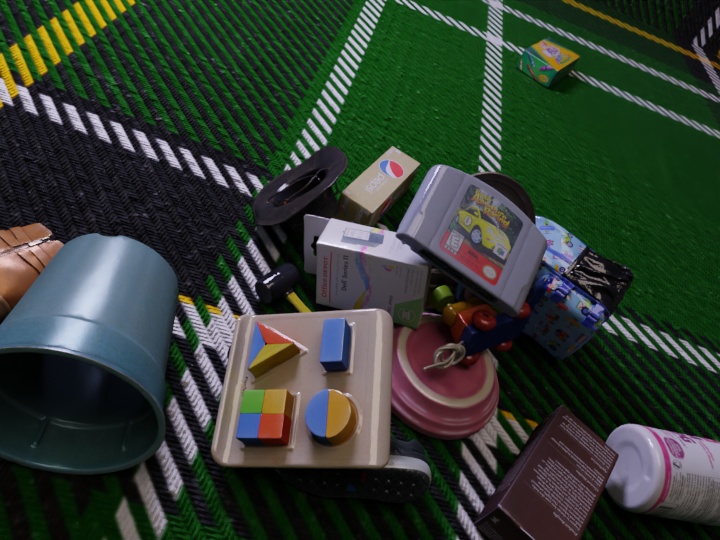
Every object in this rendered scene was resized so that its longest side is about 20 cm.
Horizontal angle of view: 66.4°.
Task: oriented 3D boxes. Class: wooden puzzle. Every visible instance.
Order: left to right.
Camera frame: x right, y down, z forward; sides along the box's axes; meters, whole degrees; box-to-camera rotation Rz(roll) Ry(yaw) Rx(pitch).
[{"bbox_3d":[-0.064,0.126,0.629,0.197,0.046,0.187,-2,58,9],"label":"wooden puzzle"}]

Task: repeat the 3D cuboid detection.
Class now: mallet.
[{"bbox_3d":[-0.074,0.076,0.783,0.065,0.041,0.201,-25,68,-37],"label":"mallet"}]

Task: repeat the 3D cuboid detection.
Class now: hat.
[{"bbox_3d":[-0.084,-0.115,0.900,0.081,0.199,0.202,53,37,-29],"label":"hat"}]

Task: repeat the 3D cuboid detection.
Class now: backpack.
[{"bbox_3d":[0.295,0.020,0.884,0.199,0.183,0.135,39,63,10],"label":"backpack"}]

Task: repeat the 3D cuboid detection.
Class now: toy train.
[{"bbox_3d":[0.135,0.068,0.780,0.198,0.085,0.116,-13,46,-32],"label":"toy train"}]

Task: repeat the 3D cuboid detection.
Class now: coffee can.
[{"bbox_3d":[0.167,-0.077,0.873,0.145,0.148,0.200,15,5,-9],"label":"coffee can"}]

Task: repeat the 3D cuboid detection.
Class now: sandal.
[{"bbox_3d":[0.135,0.035,0.889,0.197,0.081,0.054,9,5,-10],"label":"sandal"}]

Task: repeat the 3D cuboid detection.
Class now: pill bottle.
[{"bbox_3d":[0.452,0.287,0.763,0.197,0.114,0.114,14,47,-12],"label":"pill bottle"}]

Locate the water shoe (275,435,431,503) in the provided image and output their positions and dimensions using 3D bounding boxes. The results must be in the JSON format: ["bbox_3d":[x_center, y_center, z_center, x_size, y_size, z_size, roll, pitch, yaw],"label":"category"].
[{"bbox_3d":[-0.014,0.227,0.666,0.198,0.072,0.079,16,17,-4],"label":"water shoe"}]

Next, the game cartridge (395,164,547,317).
[{"bbox_3d":[0.156,-0.046,0.735,0.199,0.041,0.134,33,67,-11],"label":"game cartridge"}]

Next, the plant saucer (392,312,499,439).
[{"bbox_3d":[0.115,0.139,0.795,0.198,0.051,0.202,12,47,-14],"label":"plant saucer"}]

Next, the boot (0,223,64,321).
[{"bbox_3d":[-0.471,-0.026,0.680,0.200,0.074,0.155,45,49,2],"label":"boot"}]

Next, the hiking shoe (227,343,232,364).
[{"bbox_3d":[-0.072,0.122,0.704,0.198,0.087,0.075,21,46,-5],"label":"hiking shoe"}]

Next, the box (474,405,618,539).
[{"bbox_3d":[0.244,0.282,0.710,0.100,0.075,0.199,42,46,15],"label":"box"}]

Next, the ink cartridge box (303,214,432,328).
[{"bbox_3d":[0.000,0.000,0.792,0.197,0.118,0.068,13,40,11],"label":"ink cartridge box"}]

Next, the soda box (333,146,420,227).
[{"bbox_3d":[0.032,-0.147,1.001,0.067,0.064,0.200,34,46,8],"label":"soda box"}]

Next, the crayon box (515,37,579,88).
[{"bbox_3d":[0.564,-0.626,1.650,0.118,0.059,0.200,39,47,14],"label":"crayon box"}]

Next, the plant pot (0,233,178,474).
[{"bbox_3d":[-0.289,0.077,0.593,0.198,0.202,0.197,12,39,-12],"label":"plant pot"}]
